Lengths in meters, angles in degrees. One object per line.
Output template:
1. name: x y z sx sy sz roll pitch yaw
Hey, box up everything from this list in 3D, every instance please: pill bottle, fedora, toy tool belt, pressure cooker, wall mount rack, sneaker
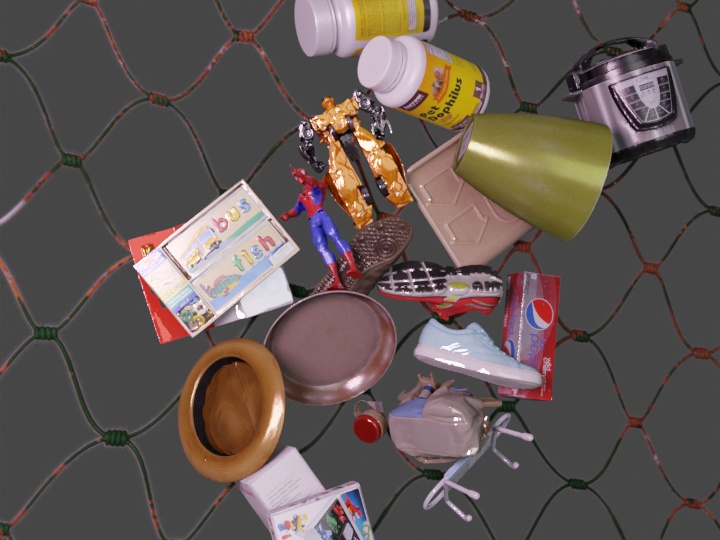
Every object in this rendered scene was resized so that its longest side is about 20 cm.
1. pill bottle: 0.095 -0.288 1.402 0.199 0.109 0.110 12 80 -38
2. fedora: -0.165 0.197 1.290 0.082 0.200 0.201 31 71 -55
3. pill bottle: 0.008 -0.388 1.410 0.199 0.114 0.115 -13 89 -20
4. toy tool belt: 0.101 0.218 1.378 0.123 0.199 0.125 -35 118 -54
5. pressure cooker: 0.438 -0.281 1.516 0.176 0.178 0.201 -17 89 -50
6. wall mount rack: 0.183 0.294 1.369 0.075 0.174 0.200 39 71 22
7. sneaker: 0.121 0.041 1.427 0.199 0.085 0.077 5 40 -4
8. sneaker: 0.000 0.000 1.392 0.200 0.076 0.070 -42 70 -16
9. sneaker: 0.185 0.122 1.409 0.199 0.074 0.082 16 77 9

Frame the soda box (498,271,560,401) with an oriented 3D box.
1. soda box: 0.270 0.106 1.473 0.070 0.063 0.201 9 82 -17

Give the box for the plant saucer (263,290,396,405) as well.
1. plant saucer: -0.046 0.108 1.338 0.199 0.032 0.201 -7 123 -11

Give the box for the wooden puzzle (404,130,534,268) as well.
1. wooden puzzle: 0.180 -0.117 1.479 0.185 0.046 0.200 -35 100 -18

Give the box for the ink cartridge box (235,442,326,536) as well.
1. ink cartridge box: -0.084 0.343 1.284 0.084 0.145 0.200 -36 96 -19

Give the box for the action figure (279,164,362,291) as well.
1. action figure: -0.072 -0.072 1.333 0.099 0.065 0.201 16 45 -50

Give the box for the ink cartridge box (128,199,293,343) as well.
1. ink cartridge box: -0.213 0.001 1.328 0.199 0.047 0.161 -17 90 -21

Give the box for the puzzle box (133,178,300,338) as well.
1. puzzle box: -0.202 -0.018 1.304 0.200 0.025 0.133 -40 92 -7

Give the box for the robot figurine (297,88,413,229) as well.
1. robot figurine: -0.009 -0.172 1.402 0.145 0.058 0.201 -27 94 -2

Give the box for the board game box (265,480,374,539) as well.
1. board game box: -0.036 0.391 1.199 0.126 0.035 0.201 -15 89 -20

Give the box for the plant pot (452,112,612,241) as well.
1. plant pot: 0.249 -0.163 1.404 0.199 0.187 0.188 18 79 -5
